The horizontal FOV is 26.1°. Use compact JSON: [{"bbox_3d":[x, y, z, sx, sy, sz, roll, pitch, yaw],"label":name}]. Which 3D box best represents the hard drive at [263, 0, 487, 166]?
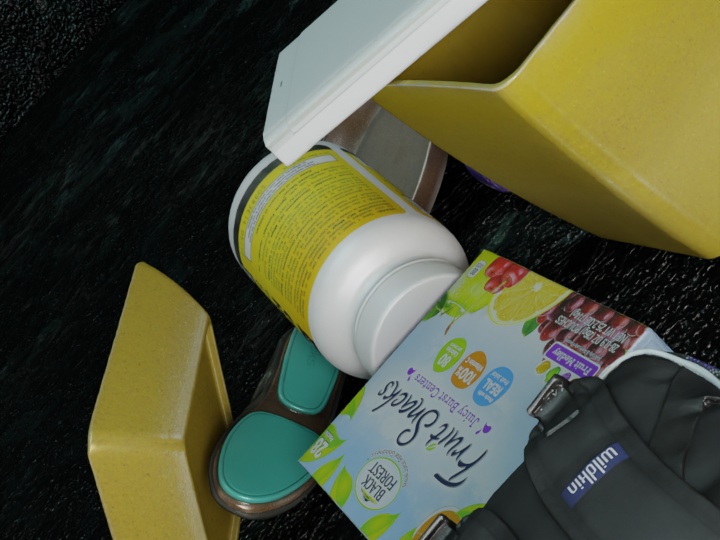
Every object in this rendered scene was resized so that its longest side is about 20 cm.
[{"bbox_3d":[0.027,-0.155,0.891,0.200,0.026,0.132,-38,23,23],"label":"hard drive"}]

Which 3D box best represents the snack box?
[{"bbox_3d":[0.069,0.087,0.818,0.169,0.068,0.200,-48,21,-3],"label":"snack box"}]

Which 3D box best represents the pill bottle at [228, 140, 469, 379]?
[{"bbox_3d":[0.000,0.000,1.004,0.112,0.112,0.200,-47,37,0],"label":"pill bottle"}]

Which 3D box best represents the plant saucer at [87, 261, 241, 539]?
[{"bbox_3d":[-0.113,0.124,0.986,0.048,0.200,0.200,-5,32,5],"label":"plant saucer"}]

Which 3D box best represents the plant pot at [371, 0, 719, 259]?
[{"bbox_3d":[0.152,-0.118,0.870,0.200,0.176,0.200,-51,21,-9],"label":"plant pot"}]

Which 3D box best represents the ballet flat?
[{"bbox_3d":[-0.050,0.110,1.008,0.200,0.068,0.069,-60,-8,-55],"label":"ballet flat"}]

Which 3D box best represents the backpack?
[{"bbox_3d":[0.114,0.138,0.532,0.178,0.150,0.200,-49,14,2],"label":"backpack"}]

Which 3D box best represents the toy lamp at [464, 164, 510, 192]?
[{"bbox_3d":[0.093,-0.109,1.127,0.058,0.058,0.200,-41,21,15],"label":"toy lamp"}]

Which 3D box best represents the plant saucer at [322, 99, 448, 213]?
[{"bbox_3d":[0.014,-0.072,1.168,0.200,0.032,0.201,-46,35,46],"label":"plant saucer"}]
